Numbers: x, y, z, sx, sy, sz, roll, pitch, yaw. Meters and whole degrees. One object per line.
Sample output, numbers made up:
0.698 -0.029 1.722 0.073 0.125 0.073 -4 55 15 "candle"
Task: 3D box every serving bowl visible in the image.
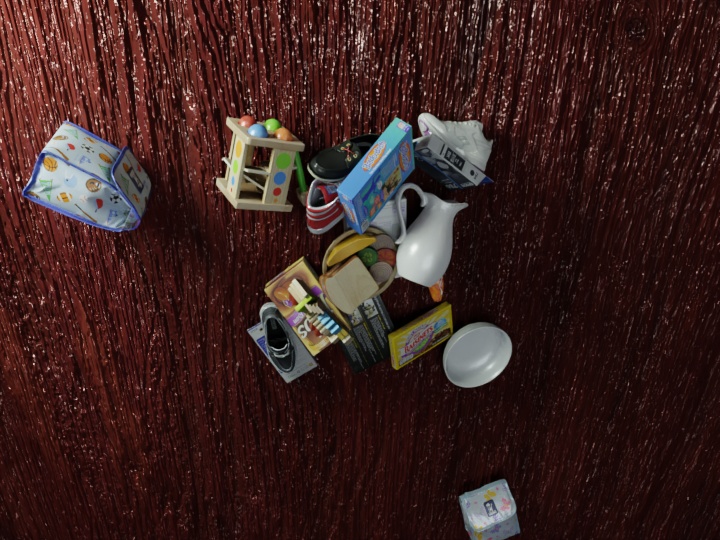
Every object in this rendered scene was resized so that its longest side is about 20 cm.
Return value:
0.310 0.220 1.587 0.195 0.066 0.204 -8 121 -13 "serving bowl"

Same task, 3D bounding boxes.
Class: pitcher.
0.133 -0.080 1.299 0.168 0.121 0.204 19 95 -15 "pitcher"

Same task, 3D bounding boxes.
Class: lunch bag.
0.418 0.790 1.897 0.166 0.127 0.204 -18 115 -7 "lunch bag"
-0.497 -0.171 1.098 0.198 0.171 0.124 29 113 -25 "lunch bag"

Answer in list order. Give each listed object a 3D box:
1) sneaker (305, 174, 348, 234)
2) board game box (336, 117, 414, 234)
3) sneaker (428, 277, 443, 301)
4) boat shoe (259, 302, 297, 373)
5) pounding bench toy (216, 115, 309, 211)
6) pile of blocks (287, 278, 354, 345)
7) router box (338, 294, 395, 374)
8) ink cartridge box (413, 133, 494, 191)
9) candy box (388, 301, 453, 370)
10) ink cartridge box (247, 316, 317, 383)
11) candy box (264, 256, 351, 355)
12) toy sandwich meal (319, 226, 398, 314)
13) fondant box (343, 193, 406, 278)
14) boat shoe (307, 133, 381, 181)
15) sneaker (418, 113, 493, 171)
-0.040 -0.172 1.227 0.200 0.071 0.113 -46 162 -16 "sneaker"
0.037 -0.193 1.208 0.201 0.045 0.153 -51 160 -14 "board game box"
0.161 -0.013 1.428 0.075 0.073 0.204 -14 113 7 "sneaker"
-0.193 0.176 1.388 0.070 0.068 0.204 -13 121 -8 "boat shoe"
-0.171 -0.219 1.181 0.196 0.124 0.159 0 119 -35 "pounding bench toy"
-0.100 0.108 1.306 0.062 0.082 0.200 -42 102 6 "pile of blocks"
0.009 0.150 1.476 0.147 0.051 0.203 -25 120 0 "router box"
0.196 -0.227 1.293 0.198 0.099 0.040 29 76 -26 "ink cartridge box"
0.159 0.168 1.504 0.197 0.026 0.104 -27 123 -26 "candy box"
-0.194 0.188 1.454 0.093 0.037 0.202 -29 124 2 "ink cartridge box"
-0.122 0.085 1.371 0.116 0.057 0.202 -35 104 6 "candy box"
0.000 0.000 1.312 0.200 0.071 0.210 -7 118 -12 "toy sandwich meal"
0.034 -0.076 1.358 0.141 0.058 0.204 -8 119 -11 "fondant box"
-0.025 -0.238 1.198 0.199 0.074 0.063 -24 164 -39 "boat shoe"
0.211 -0.302 1.287 0.198 0.075 0.101 28 89 -26 "sneaker"
